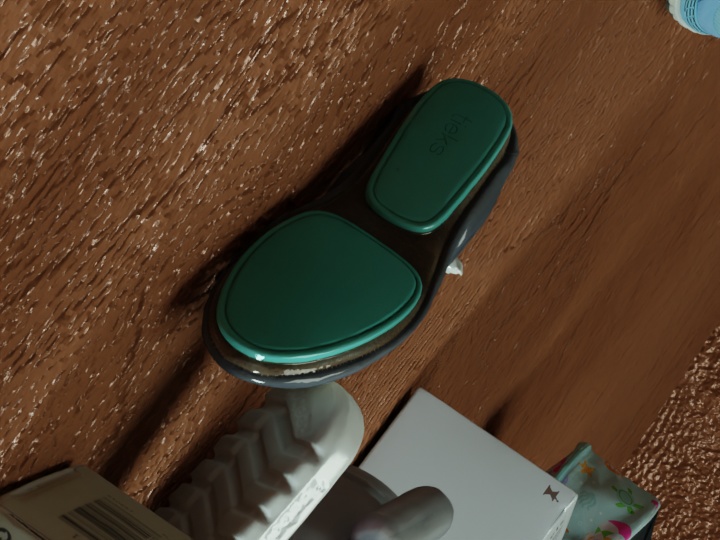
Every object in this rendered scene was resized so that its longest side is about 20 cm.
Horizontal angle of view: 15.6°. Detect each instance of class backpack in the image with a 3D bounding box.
[{"bbox_3d":[0.110,0.211,1.793,0.200,0.151,0.178,-43,166,-24],"label":"backpack"}]

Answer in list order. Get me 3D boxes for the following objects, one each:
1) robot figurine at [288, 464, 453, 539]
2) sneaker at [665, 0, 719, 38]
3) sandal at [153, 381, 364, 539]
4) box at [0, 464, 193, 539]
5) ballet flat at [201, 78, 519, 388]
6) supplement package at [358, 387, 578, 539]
[{"bbox_3d":[-0.037,0.145,1.130,0.170,0.113,0.200,-31,178,23],"label":"robot figurine"},{"bbox_3d":[0.221,-0.165,1.397,0.078,0.090,0.200,-53,169,-13],"label":"sneaker"},{"bbox_3d":[-0.065,0.129,0.997,0.203,0.050,0.082,-46,-151,2],"label":"sandal"},{"bbox_3d":[-0.133,0.172,0.926,0.200,0.068,0.082,-59,167,13],"label":"box"},{"bbox_3d":[0.000,0.000,1.011,0.200,0.073,0.073,-48,166,-44],"label":"ballet flat"},{"bbox_3d":[0.041,0.170,1.511,0.114,0.109,0.200,-52,168,-21],"label":"supplement package"}]
